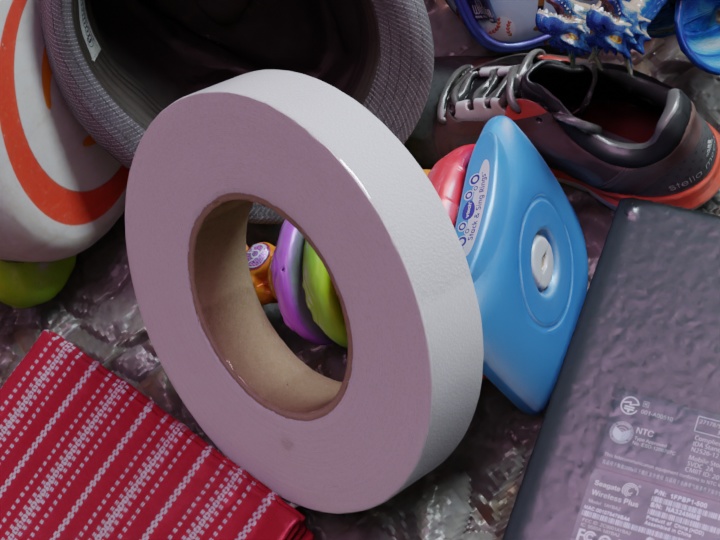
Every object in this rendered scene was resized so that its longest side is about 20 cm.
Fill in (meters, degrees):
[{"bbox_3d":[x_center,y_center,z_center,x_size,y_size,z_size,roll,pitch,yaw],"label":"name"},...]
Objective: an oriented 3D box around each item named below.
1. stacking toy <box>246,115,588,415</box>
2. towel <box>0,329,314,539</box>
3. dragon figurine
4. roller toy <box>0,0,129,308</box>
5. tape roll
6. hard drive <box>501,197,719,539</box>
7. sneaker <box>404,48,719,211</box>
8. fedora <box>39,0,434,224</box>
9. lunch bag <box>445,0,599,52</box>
[{"bbox_3d":[0.000,0.000,0.764,0.198,0.110,0.117,-3,60,32],"label":"stacking toy"},{"bbox_3d":[-0.130,0.133,0.769,0.199,0.022,0.145,31,83,32],"label":"towel"},{"bbox_3d":[0.159,-0.129,0.747,0.059,0.199,0.100,30,106,39],"label":"dragon figurine"},{"bbox_3d":[-0.206,-0.100,0.831,0.138,0.183,0.202,3,63,23],"label":"roller toy"},{"bbox_3d":[-0.030,0.012,0.708,0.202,0.204,0.037,33,42,31],"label":"tape roll"},{"bbox_3d":[0.152,0.071,0.696,0.138,0.033,0.201,13,69,23],"label":"hard drive"},{"bbox_3d":[0.082,-0.085,0.779,0.198,0.082,0.078,11,67,27],"label":"sneaker"},{"bbox_3d":[-0.063,-0.129,0.796,0.177,0.199,0.091,-52,18,21],"label":"fedora"},{"bbox_3d":[0.109,-0.209,0.787,0.198,0.161,0.076,-23,31,1],"label":"lunch bag"}]
